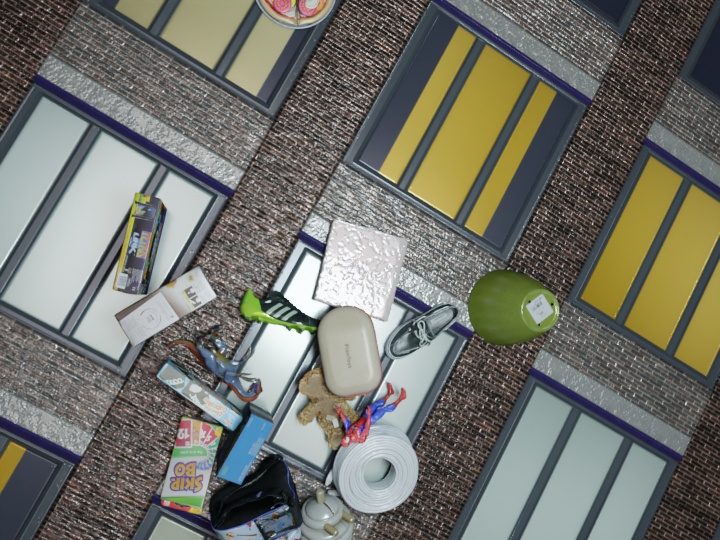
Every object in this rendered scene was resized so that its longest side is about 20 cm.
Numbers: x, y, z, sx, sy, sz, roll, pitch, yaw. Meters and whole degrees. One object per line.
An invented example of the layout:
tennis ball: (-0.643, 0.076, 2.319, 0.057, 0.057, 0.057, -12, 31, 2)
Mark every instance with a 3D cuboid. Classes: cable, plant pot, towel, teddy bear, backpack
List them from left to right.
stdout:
backpack: (-0.225, 0.519, 1.479, 0.189, 0.200, 0.155, -17, 105, -8)
teddy bear: (-0.072, 0.312, 1.573, 0.200, 0.067, 0.145, 42, 86, -15)
towel: (0.000, 0.000, 1.605, 0.189, 0.032, 0.202, 16, 85, -10)
cable: (0.035, 0.453, 1.566, 0.198, 0.069, 0.202, 17, 97, -16)
plant pot: (0.372, 0.089, 1.594, 0.185, 0.200, 0.189, 0, 89, -11)

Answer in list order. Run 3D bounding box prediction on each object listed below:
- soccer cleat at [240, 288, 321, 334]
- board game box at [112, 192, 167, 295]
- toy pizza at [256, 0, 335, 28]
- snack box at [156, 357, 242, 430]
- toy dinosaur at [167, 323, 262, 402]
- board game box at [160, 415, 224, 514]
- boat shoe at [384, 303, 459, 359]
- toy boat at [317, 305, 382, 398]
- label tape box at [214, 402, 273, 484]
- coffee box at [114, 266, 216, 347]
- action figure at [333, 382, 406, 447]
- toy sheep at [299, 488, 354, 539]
soccer cleat: (-0.171, 0.092, 1.553, 0.198, 0.068, 0.082, 14, 73, -11)
board game box: (-0.460, -0.050, 1.441, 0.056, 0.165, 0.202, 13, 86, -10)
toy pizza: (-0.151, -0.663, 1.587, 0.198, 0.032, 0.202, 0, 89, -12)
snack box: (-0.345, 0.266, 1.484, 0.200, 0.116, 0.037, 38, 82, -9)
toy dinosaur: (-0.300, 0.215, 1.535, 0.198, 0.105, 0.183, -10, 106, 25)
board game box: (-0.373, 0.431, 1.515, 0.095, 0.030, 0.202, 14, 88, -2)
boat shoe: (0.148, 0.144, 1.613, 0.198, 0.068, 0.074, -28, 94, -11)
toy boat: (-0.023, 0.180, 1.546, 0.129, 0.131, 0.202, -9, 86, 2)
label tape box: (-0.246, 0.371, 1.459, 0.063, 0.200, 0.145, 30, 83, -9)
coffee box: (-0.414, 0.074, 1.475, 0.199, 0.114, 0.080, -32, 95, -11)
action figure: (0.017, 0.308, 1.536, 0.200, 0.065, 0.100, -42, 127, -35)
toy sheep: (-0.076, 0.566, 1.519, 0.137, 0.138, 0.202, -6, 112, -12)
